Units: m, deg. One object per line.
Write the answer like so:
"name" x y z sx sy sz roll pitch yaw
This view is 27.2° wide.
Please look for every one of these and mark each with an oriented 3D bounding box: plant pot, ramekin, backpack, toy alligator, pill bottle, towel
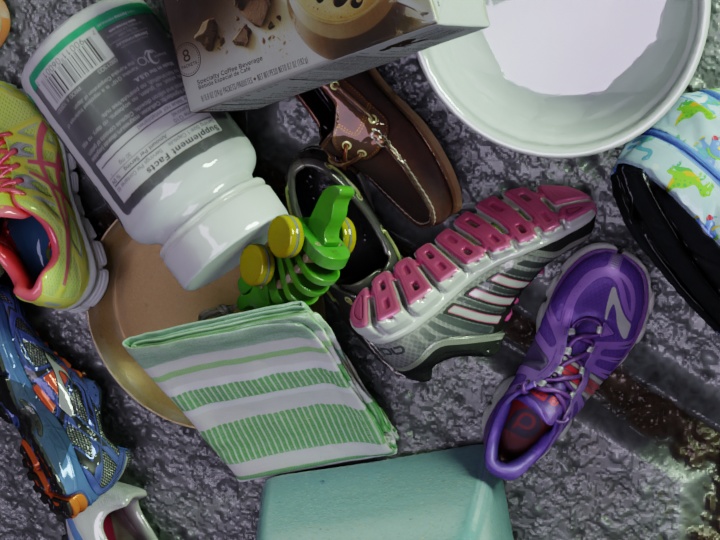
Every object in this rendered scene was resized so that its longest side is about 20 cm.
"plant pot" 0.022 0.272 1.122 0.195 0.200 0.197 -10 105 9
"ramekin" 0.139 -0.184 1.020 0.199 0.105 0.201 4 107 12
"backpack" 0.261 -0.028 1.019 0.199 0.163 0.154 33 89 0
"plant pot" -0.121 0.030 1.184 0.199 0.027 0.201 3 106 12
"toy alligator" -0.057 0.011 1.085 0.200 0.059 0.054 -43 57 41
"pill bottle" -0.148 -0.092 1.090 0.113 0.113 0.200 -39 84 20
"towel" -0.069 0.098 1.136 0.152 0.023 0.200 -12 141 17

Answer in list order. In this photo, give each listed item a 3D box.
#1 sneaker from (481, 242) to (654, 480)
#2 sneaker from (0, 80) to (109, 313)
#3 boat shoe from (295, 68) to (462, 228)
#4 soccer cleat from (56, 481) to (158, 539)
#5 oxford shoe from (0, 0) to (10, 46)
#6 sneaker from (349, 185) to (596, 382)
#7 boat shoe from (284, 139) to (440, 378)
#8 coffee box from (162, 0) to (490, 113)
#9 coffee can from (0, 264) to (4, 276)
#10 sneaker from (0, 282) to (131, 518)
"sneaker" 0.154 0.075 1.106 0.080 0.083 0.201 27 109 3
"sneaker" -0.263 -0.060 1.145 0.078 0.090 0.201 -30 83 22
"boat shoe" -0.006 -0.109 1.085 0.200 0.070 0.070 53 150 -1
"soccer cleat" -0.195 0.270 1.243 0.086 0.070 0.201 -5 104 32
"oxford shoe" -0.360 -0.145 1.160 0.071 0.073 0.200 45 111 -3
"sneaker" 0.091 0.013 1.095 0.199 0.074 0.088 -32 124 -7
"boat shoe" 0.000 0.000 1.129 0.071 0.061 0.202 -26 99 18
"coffee box" -0.029 -0.185 0.979 0.199 0.080 0.114 -14 89 32
"coffee can" -0.391 0.043 1.185 0.146 0.146 0.200 33 110 1
"sneaker" -0.255 0.101 1.217 0.075 0.078 0.201 -31 84 56
